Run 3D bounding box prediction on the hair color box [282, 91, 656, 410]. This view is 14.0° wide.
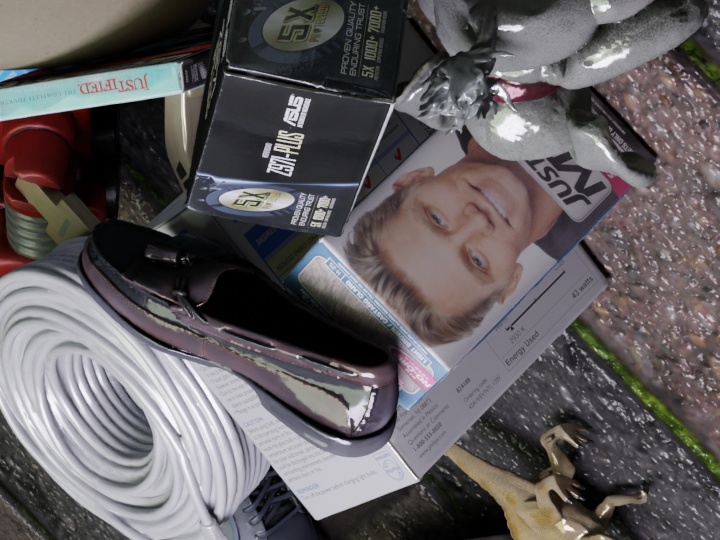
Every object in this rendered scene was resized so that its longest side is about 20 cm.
[{"bbox_3d":[0.062,-0.028,1.589,0.100,0.200,0.061,45,147,1],"label":"hair color box"}]

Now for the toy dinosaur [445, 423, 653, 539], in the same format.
[{"bbox_3d":[0.116,0.146,1.834,0.200,0.058,0.101,35,139,6],"label":"toy dinosaur"}]

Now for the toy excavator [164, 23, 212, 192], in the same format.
[{"bbox_3d":[-0.092,-0.026,1.825,0.200,0.100,0.195,58,149,27],"label":"toy excavator"}]

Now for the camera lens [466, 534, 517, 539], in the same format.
[{"bbox_3d":[0.061,0.261,1.935,0.200,0.160,0.160,-16,113,54],"label":"camera lens"}]

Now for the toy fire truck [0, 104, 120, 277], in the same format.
[{"bbox_3d":[-0.189,-0.036,1.865,0.129,0.200,0.176,3,140,-3],"label":"toy fire truck"}]

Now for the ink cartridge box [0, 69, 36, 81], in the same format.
[{"bbox_3d":[-0.230,-0.219,1.759,0.200,0.146,0.084,50,150,-7],"label":"ink cartridge box"}]

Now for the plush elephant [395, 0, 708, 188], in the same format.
[{"bbox_3d":[0.094,-0.123,1.504,0.165,0.200,0.155,26,161,16],"label":"plush elephant"}]

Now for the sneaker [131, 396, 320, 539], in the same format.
[{"bbox_3d":[-0.070,0.139,2.028,0.202,0.077,0.146,53,149,-9],"label":"sneaker"}]

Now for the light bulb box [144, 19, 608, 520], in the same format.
[{"bbox_3d":[0.000,0.000,1.690,0.200,0.198,0.125,52,145,-7],"label":"light bulb box"}]

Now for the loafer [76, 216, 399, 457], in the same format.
[{"bbox_3d":[-0.060,0.021,1.546,0.200,0.072,0.063,33,136,16],"label":"loafer"}]

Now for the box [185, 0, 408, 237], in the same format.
[{"bbox_3d":[-0.025,-0.143,1.476,0.086,0.200,0.164,11,157,-6],"label":"box"}]

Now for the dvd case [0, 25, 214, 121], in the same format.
[{"bbox_3d":[-0.114,-0.118,1.665,0.146,0.200,0.022,-7,101,27],"label":"dvd case"}]

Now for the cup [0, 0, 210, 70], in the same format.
[{"bbox_3d":[-0.156,-0.197,1.633,0.143,0.200,0.200,12,159,-27],"label":"cup"}]

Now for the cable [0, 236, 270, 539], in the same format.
[{"bbox_3d":[-0.142,0.074,1.771,0.200,0.069,0.200,25,137,32],"label":"cable"}]
